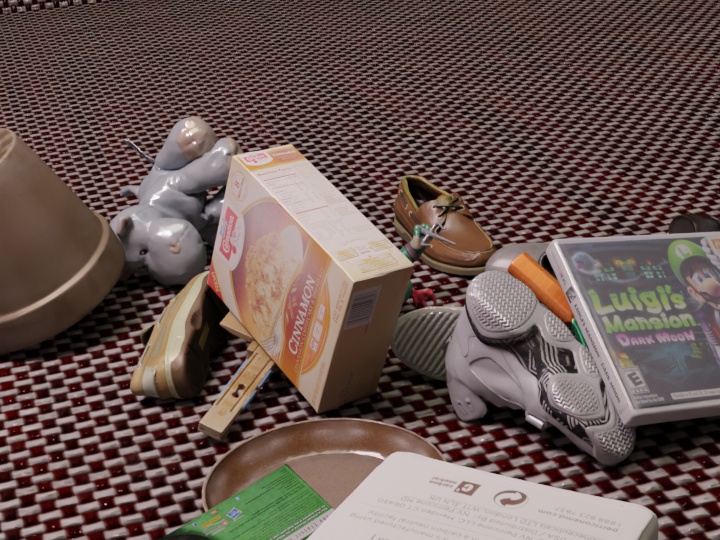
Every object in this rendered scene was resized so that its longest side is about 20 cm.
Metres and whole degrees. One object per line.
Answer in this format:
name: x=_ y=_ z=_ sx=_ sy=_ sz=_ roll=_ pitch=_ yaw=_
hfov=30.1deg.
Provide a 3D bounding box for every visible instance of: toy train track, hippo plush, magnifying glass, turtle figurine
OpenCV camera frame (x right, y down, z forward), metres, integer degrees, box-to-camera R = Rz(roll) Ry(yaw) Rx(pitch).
toy train track: x=-0.098 y=0.100 z=1.259 sx=0.114 sy=0.033 sz=0.200 roll=23 pitch=36 yaw=10
hippo plush: x=-0.220 y=-0.074 z=1.517 sx=0.198 sy=0.160 sz=0.161 roll=23 pitch=41 yaw=11
magnifying glass: x=0.211 y=0.056 z=1.205 sx=0.079 sy=0.022 sz=0.200 roll=-41 pitch=69 yaw=-12
turtle figurine: x=0.000 y=0.000 z=1.394 sx=0.149 sy=0.102 sz=0.199 roll=-3 pitch=3 yaw=-39

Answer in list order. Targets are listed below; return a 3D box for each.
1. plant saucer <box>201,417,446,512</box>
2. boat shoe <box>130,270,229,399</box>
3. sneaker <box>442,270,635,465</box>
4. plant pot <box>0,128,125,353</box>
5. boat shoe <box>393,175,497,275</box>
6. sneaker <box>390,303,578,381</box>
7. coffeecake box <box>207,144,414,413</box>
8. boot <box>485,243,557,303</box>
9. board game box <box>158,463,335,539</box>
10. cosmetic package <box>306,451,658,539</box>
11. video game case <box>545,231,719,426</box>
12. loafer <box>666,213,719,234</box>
plant saucer: x=-0.027 y=0.180 z=1.066 sx=0.198 sy=0.032 sz=0.201 roll=-2 pitch=23 yaw=1
boat shoe: x=-0.183 y=0.060 z=1.325 sx=0.075 sy=0.072 sz=0.200 roll=-11 pitch=22 yaw=13
sneaker: x=0.149 y=0.105 z=1.168 sx=0.075 sy=0.115 sz=0.200 roll=-24 pitch=65 yaw=-39
plant pot: x=-0.367 y=-0.043 z=1.380 sx=0.198 sy=0.175 sz=0.201 roll=-15 pitch=34 yaw=11
boat shoe: x=0.092 y=-0.054 z=1.542 sx=0.071 sy=0.069 sz=0.200 roll=-14 pitch=26 yaw=-26
sneaker: x=0.129 y=0.067 z=1.276 sx=0.197 sy=0.075 sz=0.082 roll=4 pitch=7 yaw=8
coffeecake box: x=-0.052 y=0.004 z=1.243 sx=0.073 sy=0.155 sz=0.200 roll=-14 pitch=45 yaw=-35
boot: x=0.198 y=0.001 z=1.316 sx=0.198 sy=0.071 sz=0.131 roll=8 pitch=-7 yaw=28
board game box: x=-0.106 y=0.217 z=0.949 sx=0.199 sy=0.024 sz=0.105 roll=-28 pitch=34 yaw=-23
cosmetic package: x=0.056 y=0.235 z=0.711 sx=0.163 sy=0.202 sz=0.165 roll=10 pitch=27 yaw=28
video game case: x=0.280 y=0.046 z=1.182 sx=0.198 sy=0.023 sz=0.183 roll=-3 pitch=55 yaw=-26
loafer: x=0.345 y=-0.012 z=1.387 sx=0.072 sy=0.073 sz=0.200 roll=15 pitch=21 yaw=-9
